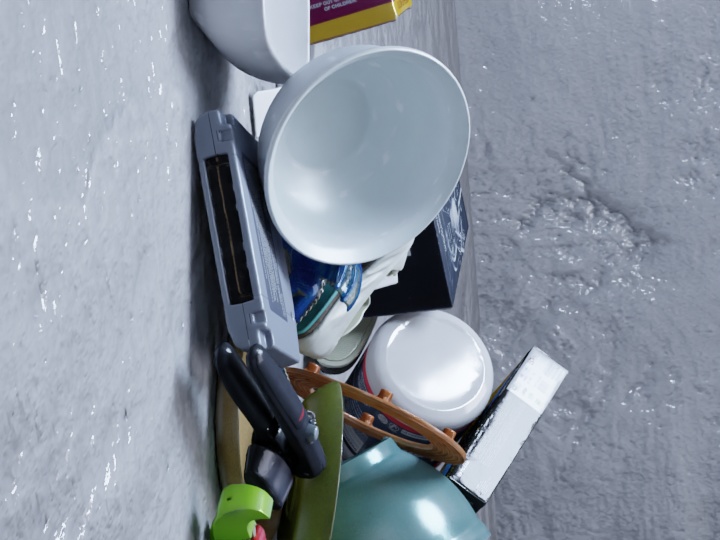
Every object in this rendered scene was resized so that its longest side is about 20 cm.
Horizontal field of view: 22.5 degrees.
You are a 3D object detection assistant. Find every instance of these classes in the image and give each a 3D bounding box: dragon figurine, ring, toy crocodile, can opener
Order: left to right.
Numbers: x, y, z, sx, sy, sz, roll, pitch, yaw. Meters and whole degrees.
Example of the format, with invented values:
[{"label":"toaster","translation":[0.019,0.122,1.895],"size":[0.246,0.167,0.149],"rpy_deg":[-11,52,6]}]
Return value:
[{"label":"toy crocodile","translation":[-0.091,0.260,1.453],"size":[0.068,0.061,0.201],"rpy_deg":[-72,158,-65]},{"label":"can opener","translation":[-0.069,0.118,1.456],"size":[0.200,0.063,0.079],"rpy_deg":[77,15,-51]},{"label":"dragon figurine","translation":[-0.034,0.001,1.608],"size":[0.059,0.099,0.201],"rpy_deg":[64,25,-58]},{"label":"ring","translation":[0.013,0.136,1.744],"size":[0.019,0.200,0.201],"rpy_deg":[-64,164,-13]}]

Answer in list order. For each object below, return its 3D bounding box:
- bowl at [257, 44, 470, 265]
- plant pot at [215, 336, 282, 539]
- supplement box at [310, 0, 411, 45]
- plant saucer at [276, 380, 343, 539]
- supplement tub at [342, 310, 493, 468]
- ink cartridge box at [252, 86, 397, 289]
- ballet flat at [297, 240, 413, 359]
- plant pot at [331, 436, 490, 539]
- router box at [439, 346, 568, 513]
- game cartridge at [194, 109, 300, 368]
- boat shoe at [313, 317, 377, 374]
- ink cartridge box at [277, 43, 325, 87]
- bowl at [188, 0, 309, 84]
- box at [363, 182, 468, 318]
[{"label":"bowl","translation":[-0.012,-0.113,1.545],"size":[0.090,0.200,0.202],"rpy_deg":[43,-30,47]},{"label":"plant pot","translation":[-0.095,0.137,1.571],"size":[0.200,0.027,0.201],"rpy_deg":[-2,90,-81]},{"label":"supplement box","translation":[-0.029,-0.332,1.755],"size":[0.131,0.103,0.201],"rpy_deg":[-58,132,-73]},{"label":"plant saucer","translation":[-0.049,0.196,1.621],"size":[0.200,0.031,0.201],"rpy_deg":[-171,-90,-81]},{"label":"supplement tub","translation":[0.050,0.143,1.955],"size":[0.200,0.140,0.141],"rpy_deg":[119,-22,-56]},{"label":"ink cartridge box","translation":[-0.033,-0.076,1.715],"size":[0.115,0.067,0.201],"rpy_deg":[-16,108,-39]},{"label":"ballet flat","translation":[0.000,0.000,1.675],"size":[0.200,0.069,0.069],"rpy_deg":[-51,158,-13]},{"label":"plant pot","translation":[0.009,0.248,1.768],"size":[0.135,0.200,0.200],"rpy_deg":[61,8,3]},{"label":"router box","translation":[0.131,0.192,1.915],"size":[0.200,0.051,0.149],"rpy_deg":[-53,177,-37]},{"label":"game cartridge","translation":[-0.093,-0.021,1.504],"size":[0.133,0.041,0.201],"rpy_deg":[61,18,-76]},{"label":"boat shoe","translation":[-0.014,0.049,1.968],"size":[0.200,0.071,0.068],"rpy_deg":[-80,174,-51]},{"label":"ink cartridge box","translation":[-0.049,-0.118,1.869],"size":[0.176,0.044,0.201],"rpy_deg":[65,25,-65]},{"label":"bowl","translation":[-0.095,-0.262,1.525],"size":[0.200,0.074,0.201],"rpy_deg":[39,49,-79]},{"label":"box","translation":[0.041,-0.084,1.906],"size":[0.182,0.104,0.201],"rpy_deg":[-75,155,-59]}]
